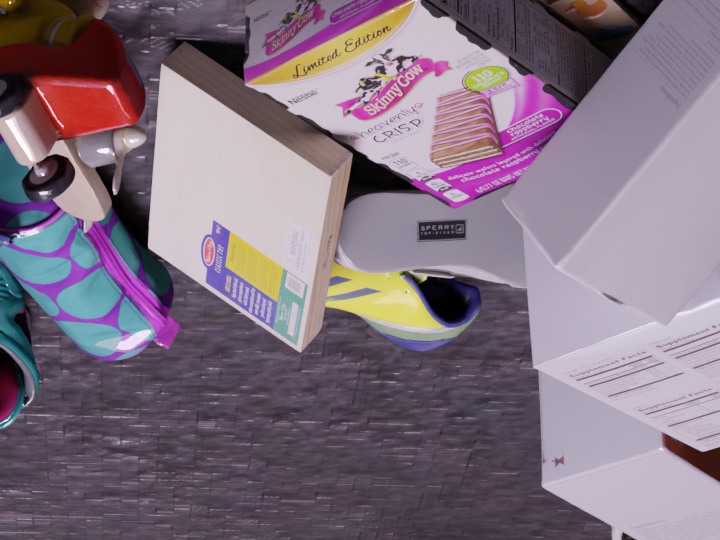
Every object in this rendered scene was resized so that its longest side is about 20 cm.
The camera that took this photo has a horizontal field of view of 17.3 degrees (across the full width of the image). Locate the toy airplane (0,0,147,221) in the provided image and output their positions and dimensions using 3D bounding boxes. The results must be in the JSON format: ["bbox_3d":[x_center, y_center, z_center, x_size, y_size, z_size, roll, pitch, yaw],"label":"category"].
[{"bbox_3d":[-0.203,-0.128,1.353,0.199,0.141,0.200,40,157,4],"label":"toy airplane"}]

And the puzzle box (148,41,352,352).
[{"bbox_3d":[-0.074,-0.043,1.505,0.133,0.025,0.201,34,148,14],"label":"puzzle box"}]

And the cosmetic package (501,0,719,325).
[{"bbox_3d":[0.193,-0.077,1.396,0.113,0.081,0.200,28,110,-41],"label":"cosmetic package"}]

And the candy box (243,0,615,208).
[{"bbox_3d":[0.045,-0.119,1.414,0.136,0.061,0.199,-23,144,35],"label":"candy box"}]

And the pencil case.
[{"bbox_3d":[-0.192,-0.015,1.583,0.092,0.086,0.200,19,160,25],"label":"pencil case"}]

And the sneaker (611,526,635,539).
[{"bbox_3d":[0.275,0.181,1.972,0.073,0.071,0.200,12,149,-23],"label":"sneaker"}]

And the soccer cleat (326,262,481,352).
[{"bbox_3d":[0.000,-0.001,1.637,0.199,0.065,0.083,25,141,-37],"label":"soccer cleat"}]

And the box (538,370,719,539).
[{"bbox_3d":[0.228,0.110,1.755,0.106,0.153,0.200,-20,147,32],"label":"box"}]

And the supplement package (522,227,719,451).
[{"bbox_3d":[0.225,0.005,1.557,0.150,0.153,0.199,-22,147,35],"label":"supplement package"}]

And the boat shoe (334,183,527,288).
[{"bbox_3d":[0.060,-0.029,1.597,0.199,0.071,0.064,4,-175,-25],"label":"boat shoe"}]

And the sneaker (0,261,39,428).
[{"bbox_3d":[-0.269,0.064,1.689,0.083,0.122,0.200,2,152,-5],"label":"sneaker"}]

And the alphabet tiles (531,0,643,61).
[{"bbox_3d":[0.110,-0.121,1.482,0.166,0.006,0.200,-19,147,31],"label":"alphabet tiles"}]
